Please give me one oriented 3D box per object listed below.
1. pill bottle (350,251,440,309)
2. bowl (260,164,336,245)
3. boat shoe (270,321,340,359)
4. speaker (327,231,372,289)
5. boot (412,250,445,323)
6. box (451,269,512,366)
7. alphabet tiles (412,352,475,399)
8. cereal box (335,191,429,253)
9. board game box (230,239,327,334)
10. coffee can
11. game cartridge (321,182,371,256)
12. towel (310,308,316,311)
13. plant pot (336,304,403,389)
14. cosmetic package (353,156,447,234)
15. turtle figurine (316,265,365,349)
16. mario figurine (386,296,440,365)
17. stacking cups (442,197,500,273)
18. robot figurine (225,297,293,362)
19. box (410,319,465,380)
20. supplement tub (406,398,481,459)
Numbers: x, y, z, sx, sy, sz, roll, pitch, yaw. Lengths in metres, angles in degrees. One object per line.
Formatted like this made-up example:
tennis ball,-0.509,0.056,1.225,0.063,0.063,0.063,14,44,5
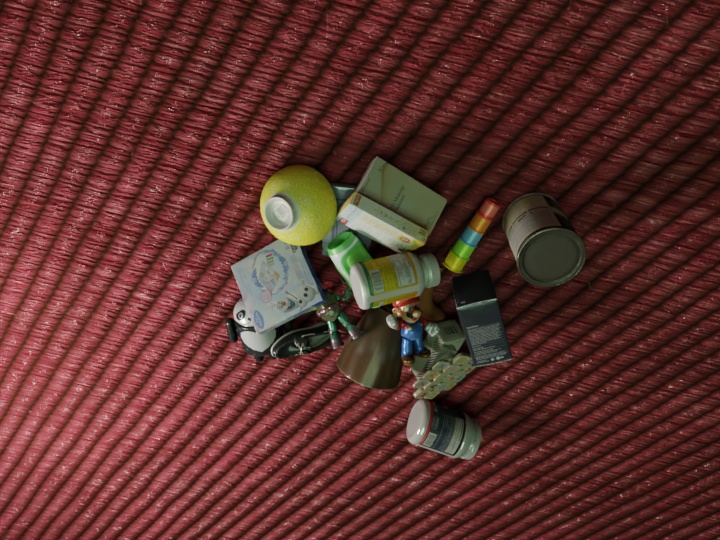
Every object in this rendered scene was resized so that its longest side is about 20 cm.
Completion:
pill bottle,0.084,0.018,1.211,0.199,0.113,0.113,-14,121,-13
bowl,-0.167,-0.146,1.204,0.199,0.108,0.201,8,110,23
boat shoe,-0.150,0.204,1.417,0.199,0.060,0.074,-17,126,-24
speaker,0.000,0.000,1.287,0.088,0.089,0.200,-27,115,19
boot,0.177,0.048,1.347,0.200,0.074,0.155,29,116,-14
box,0.320,0.125,1.334,0.104,0.148,0.201,-15,119,13
alphabet tiles,0.245,0.308,1.459,0.195,0.015,0.200,19,121,-47
cereal box,0.047,-0.107,1.197,0.199,0.144,0.040,28,75,-12
board game box,-0.213,0.033,1.311,0.198,0.043,0.201,-27,76,10
coffee can,0.420,-0.076,1.177,0.146,0.200,0.147,2,121,3
game cartridge,-0.030,-0.123,1.285,0.133,0.041,0.201,8,121,4
towel,-0.191,0.041,1.402,0.143,0.023,0.201,-15,118,14
plant pot,0.052,0.192,1.397,0.186,0.187,0.201,17,104,-5
cosmetic package,0.092,-0.171,1.202,0.199,0.073,0.104,28,83,-13
turtle figurine,-0.072,0.100,1.341,0.150,0.101,0.201,-30,80,37
mario figurine,0.135,0.143,1.289,0.106,0.123,0.201,-2,109,27
stacking cups,0.276,-0.089,1.264,0.060,0.061,0.200,22,119,-8
robot figurine,-0.283,0.161,1.420,0.125,0.150,0.201,22,132,42
box,0.214,0.229,1.414,0.082,0.068,0.200,-8,138,-25
supplement tub,0.255,0.491,1.559,0.199,0.141,0.141,21,120,-7
